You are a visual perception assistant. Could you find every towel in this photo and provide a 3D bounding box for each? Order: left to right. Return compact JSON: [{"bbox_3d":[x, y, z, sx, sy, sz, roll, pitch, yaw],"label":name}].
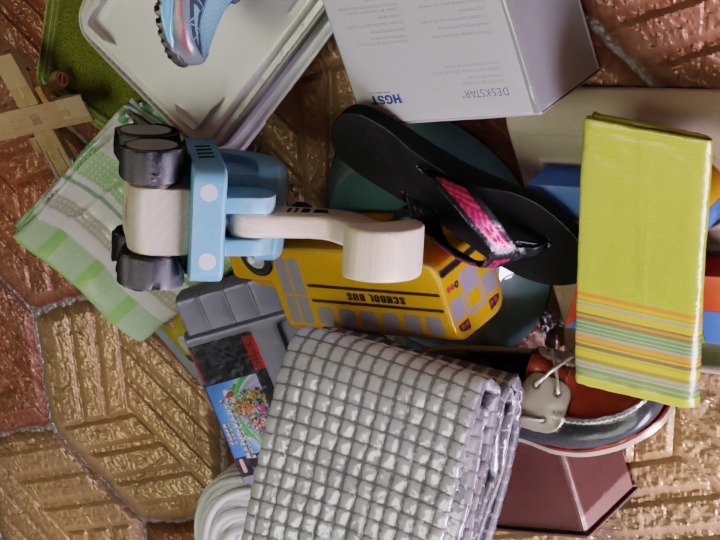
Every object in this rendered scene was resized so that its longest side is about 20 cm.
[{"bbox_3d":[-0.175,-0.032,1.556,0.149,0.031,0.200,43,132,-9],"label":"towel"},{"bbox_3d":[0.016,0.150,1.377,0.165,0.086,0.201,15,96,28],"label":"towel"},{"bbox_3d":[0.182,-0.004,1.274,0.086,0.018,0.200,12,123,23],"label":"towel"}]

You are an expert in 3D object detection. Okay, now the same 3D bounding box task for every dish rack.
[{"bbox_3d":[-0.110,-0.194,1.416,0.172,0.044,0.200,45,117,10],"label":"dish rack"}]

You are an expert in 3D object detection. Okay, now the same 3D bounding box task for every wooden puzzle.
[{"bbox_3d":[0.186,-0.021,1.310,0.185,0.046,0.200,6,121,40],"label":"wooden puzzle"}]

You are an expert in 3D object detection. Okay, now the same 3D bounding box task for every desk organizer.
[{"bbox_3d":[0.099,0.143,1.485,0.200,0.072,0.077,-2,113,43],"label":"desk organizer"}]

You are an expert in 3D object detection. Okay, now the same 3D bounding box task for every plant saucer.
[{"bbox_3d":[-0.178,-0.171,1.538,0.200,0.048,0.200,35,136,18],"label":"plant saucer"},{"bbox_3d":[0.045,-0.018,1.448,0.200,0.036,0.200,24,132,30],"label":"plant saucer"}]

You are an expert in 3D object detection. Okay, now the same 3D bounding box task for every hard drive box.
[{"bbox_3d":[0.049,-0.202,1.287,0.156,0.077,0.200,1,117,42],"label":"hard drive box"}]

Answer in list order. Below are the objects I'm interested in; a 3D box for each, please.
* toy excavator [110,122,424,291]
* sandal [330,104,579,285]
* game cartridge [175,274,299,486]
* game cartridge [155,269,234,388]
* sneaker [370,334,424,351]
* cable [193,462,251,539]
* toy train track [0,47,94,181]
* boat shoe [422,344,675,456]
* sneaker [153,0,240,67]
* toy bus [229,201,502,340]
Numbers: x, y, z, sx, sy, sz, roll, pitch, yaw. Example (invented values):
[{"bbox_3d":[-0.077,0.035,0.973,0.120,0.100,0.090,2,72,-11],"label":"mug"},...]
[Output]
[{"bbox_3d":[-0.068,-0.038,1.366,0.194,0.199,0.100,-124,34,-72],"label":"toy excavator"},{"bbox_3d":[0.062,-0.039,1.325,0.200,0.045,0.075,30,141,5],"label":"sandal"},{"bbox_3d":[-0.056,0.092,1.569,0.129,0.038,0.200,-17,111,9],"label":"game cartridge"},{"bbox_3d":[-0.134,0.013,1.625,0.200,0.040,0.133,49,135,-2],"label":"game cartridge"},{"bbox_3d":[0.004,0.133,1.472,0.078,0.086,0.200,-41,46,39],"label":"sneaker"},{"bbox_3d":[-0.055,0.251,1.702,0.200,0.069,0.200,16,126,34],"label":"cable"},{"bbox_3d":[-0.231,-0.092,1.586,0.115,0.033,0.200,-7,119,38],"label":"toy train track"},{"bbox_3d":[0.126,0.083,1.390,0.200,0.071,0.063,0,131,43],"label":"boat shoe"},{"bbox_3d":[-0.077,-0.228,1.325,0.095,0.079,0.200,16,88,7],"label":"sneaker"},{"bbox_3d":[0.000,0.000,1.427,0.200,0.065,0.078,3,120,41],"label":"toy bus"}]
